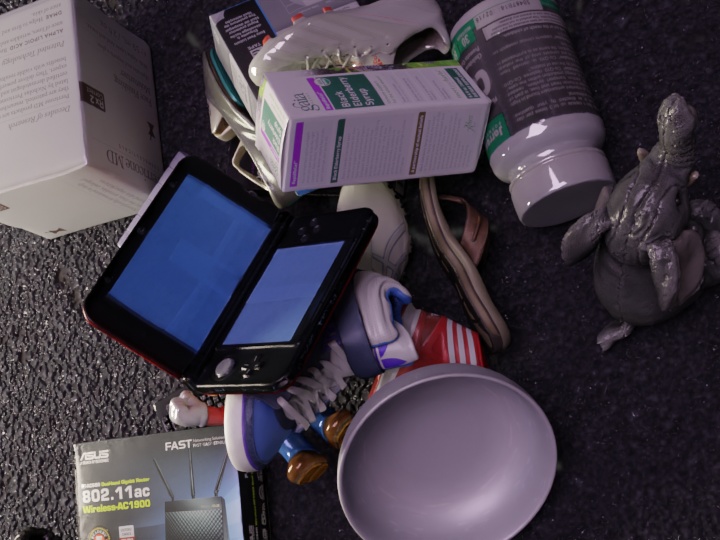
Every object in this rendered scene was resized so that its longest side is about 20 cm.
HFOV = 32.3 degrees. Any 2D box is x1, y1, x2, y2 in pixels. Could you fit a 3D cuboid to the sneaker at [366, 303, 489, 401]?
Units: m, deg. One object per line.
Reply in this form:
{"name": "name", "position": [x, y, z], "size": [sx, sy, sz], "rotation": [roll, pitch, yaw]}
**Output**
{"name": "sneaker", "position": [0.061, 0.140, 1.171], "size": [0.114, 0.078, 0.202], "rotation": [18, 108, 4]}

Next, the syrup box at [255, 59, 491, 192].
{"name": "syrup box", "position": [0.010, -0.134, 1.138], "size": [0.079, 0.198, 0.082], "rotation": [-121, 33, -46]}

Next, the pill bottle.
{"name": "pill bottle", "position": [0.163, -0.151, 1.172], "size": [0.112, 0.113, 0.202], "rotation": [-23, 69, 16]}

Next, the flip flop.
{"name": "flip flop", "position": [0.105, -0.019, 1.192], "size": [0.057, 0.081, 0.201], "rotation": [-24, 70, -2]}

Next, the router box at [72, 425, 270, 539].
{"name": "router box", "position": [-0.190, 0.239, 1.254], "size": [0.198, 0.062, 0.152], "rotation": [-10, 80, 21]}

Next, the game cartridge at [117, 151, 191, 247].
{"name": "game cartridge", "position": [-0.155, -0.016, 1.293], "size": [0.200, 0.038, 0.130], "rotation": [39, 95, 24]}

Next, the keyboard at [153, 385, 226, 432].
{"name": "keyboard", "position": [-0.131, 0.103, 1.291], "size": [0.199, 0.021, 0.128], "rotation": [-30, 69, 14]}

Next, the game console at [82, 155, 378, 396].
{"name": "game console", "position": [-0.108, -0.005, 1.070], "size": [0.171, 0.119, 0.201], "rotation": [-6, 45, 42]}

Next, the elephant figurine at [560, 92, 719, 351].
{"name": "elephant figurine", "position": [0.240, -0.035, 1.065], "size": [0.140, 0.200, 0.157], "rotation": [-14, 73, 19]}

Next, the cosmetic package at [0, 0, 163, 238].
{"name": "cosmetic package", "position": [-0.328, -0.163, 1.355], "size": [0.164, 0.165, 0.202], "rotation": [-15, 74, 19]}

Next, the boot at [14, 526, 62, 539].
{"name": "boot", "position": [-0.323, 0.385, 1.260], "size": [0.211, 0.079, 0.158], "rotation": [48, 110, 25]}

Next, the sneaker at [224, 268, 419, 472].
{"name": "sneaker", "position": [-0.026, 0.086, 1.086], "size": [0.145, 0.081, 0.201], "rotation": [2, 57, 26]}

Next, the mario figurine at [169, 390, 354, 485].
{"name": "mario figurine", "position": [-0.105, 0.110, 1.174], "size": [0.199, 0.123, 0.107], "rotation": [37, 137, 20]}

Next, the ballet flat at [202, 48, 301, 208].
{"name": "ballet flat", "position": [-0.121, -0.145, 1.281], "size": [0.064, 0.067, 0.200], "rotation": [-46, 65, 16]}

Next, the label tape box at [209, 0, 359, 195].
{"name": "label tape box", "position": [-0.044, -0.190, 1.230], "size": [0.142, 0.066, 0.201], "rotation": [-24, 63, -12]}

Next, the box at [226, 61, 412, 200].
{"name": "box", "position": [-0.043, -0.148, 1.302], "size": [0.198, 0.036, 0.145], "rotation": [2, 79, 25]}

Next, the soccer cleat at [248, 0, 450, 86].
{"name": "soccer cleat", "position": [-0.008, -0.209, 1.170], "size": [0.199, 0.069, 0.078], "rotation": [-24, 70, -16]}

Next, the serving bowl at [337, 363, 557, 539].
{"name": "serving bowl", "position": [0.073, 0.165, 1.123], "size": [0.200, 0.200, 0.066], "rotation": [-41, 25, 9]}

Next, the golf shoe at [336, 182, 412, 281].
{"name": "golf shoe", "position": [0.000, 0.000, 1.204], "size": [0.078, 0.097, 0.202], "rotation": [-6, 83, 25]}
